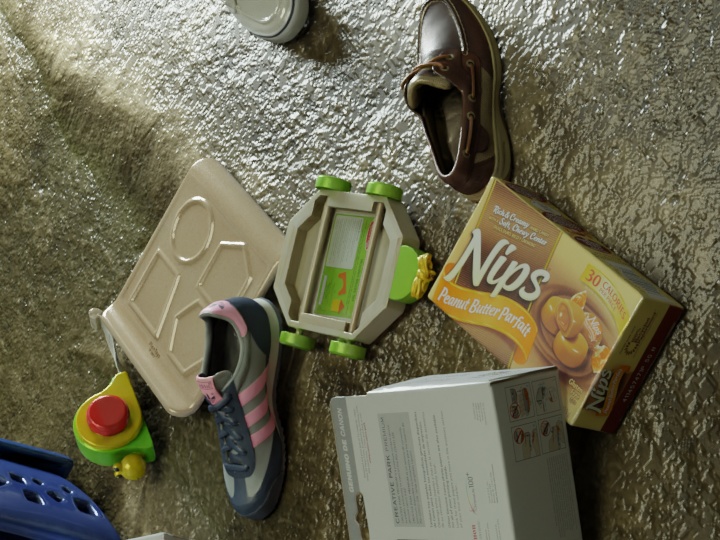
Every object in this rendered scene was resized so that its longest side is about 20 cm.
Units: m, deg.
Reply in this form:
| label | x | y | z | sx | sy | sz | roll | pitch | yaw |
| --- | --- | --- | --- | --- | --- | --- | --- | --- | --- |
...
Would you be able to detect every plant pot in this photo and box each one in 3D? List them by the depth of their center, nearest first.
| label | x | y | z | sx | sy | sz | roll | pitch | yaw |
| --- | --- | --- | --- | --- | --- | --- | --- | --- | --- |
| plant pot | -0.375 | 0.269 | 1.942 | 0.200 | 0.200 | 0.180 | -56 | 39 | 20 |

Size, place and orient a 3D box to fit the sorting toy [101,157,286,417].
| label | x | y | z | sx | sy | sz | roll | pitch | yaw |
| --- | --- | --- | --- | --- | --- | --- | --- | --- | --- |
| sorting toy | -0.154 | 0.016 | 1.903 | 0.200 | 0.036 | 0.185 | -56 | 45 | 13 |

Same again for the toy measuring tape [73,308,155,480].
| label | x | y | z | sx | sy | sz | roll | pitch | yaw |
| --- | --- | --- | --- | --- | --- | --- | --- | --- | --- |
| toy measuring tape | -0.257 | 0.125 | 1.942 | 0.074 | 0.073 | 0.200 | -46 | 51 | 27 |

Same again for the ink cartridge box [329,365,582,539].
| label | x | y | z | sx | sy | sz | roll | pitch | yaw |
| --- | --- | --- | --- | --- | --- | --- | --- | --- | --- |
| ink cartridge box | 0.075 | 0.181 | 1.517 | 0.175 | 0.084 | 0.201 | -7 | 92 | 45 |

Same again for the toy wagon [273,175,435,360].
| label | x | y | z | sx | sy | sz | roll | pitch | yaw |
| --- | --- | --- | --- | --- | --- | --- | --- | --- | --- |
| toy wagon | 0.000 | 0.000 | 1.734 | 0.200 | 0.039 | 0.156 | 9 | 85 | 47 |

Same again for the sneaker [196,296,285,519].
| label | x | y | z | sx | sy | sz | roll | pitch | yaw |
| --- | --- | --- | --- | --- | --- | --- | --- | --- | --- |
| sneaker | -0.116 | 0.124 | 1.776 | 0.070 | 0.082 | 0.201 | -9 | 81 | 40 |

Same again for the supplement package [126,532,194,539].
| label | x | y | z | sx | sy | sz | roll | pitch | yaw |
| --- | --- | --- | --- | --- | --- | --- | --- | --- | --- |
| supplement package | -0.202 | 0.311 | 1.796 | 0.200 | 0.114 | 0.110 | -18 | 64 | 44 |

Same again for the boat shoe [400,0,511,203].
| label | x | y | z | sx | sy | sz | roll | pitch | yaw |
| --- | --- | --- | --- | --- | --- | --- | --- | --- | --- |
| boat shoe | 0.074 | -0.154 | 1.678 | 0.072 | 0.072 | 0.201 | -28 | 58 | 38 |

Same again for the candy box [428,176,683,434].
| label | x | y | z | sx | sy | sz | roll | pitch | yaw |
| --- | --- | --- | --- | --- | --- | --- | --- | --- | --- |
| candy box | 0.149 | 0.025 | 1.552 | 0.200 | 0.055 | 0.116 | 43 | 110 | 45 |

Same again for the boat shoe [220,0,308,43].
| label | x | y | z | sx | sy | sz | roll | pitch | yaw |
| --- | --- | --- | --- | --- | --- | --- | --- | --- | --- |
| boat shoe | -0.123 | -0.287 | 1.934 | 0.071 | 0.070 | 0.200 | -57 | 44 | 17 |
